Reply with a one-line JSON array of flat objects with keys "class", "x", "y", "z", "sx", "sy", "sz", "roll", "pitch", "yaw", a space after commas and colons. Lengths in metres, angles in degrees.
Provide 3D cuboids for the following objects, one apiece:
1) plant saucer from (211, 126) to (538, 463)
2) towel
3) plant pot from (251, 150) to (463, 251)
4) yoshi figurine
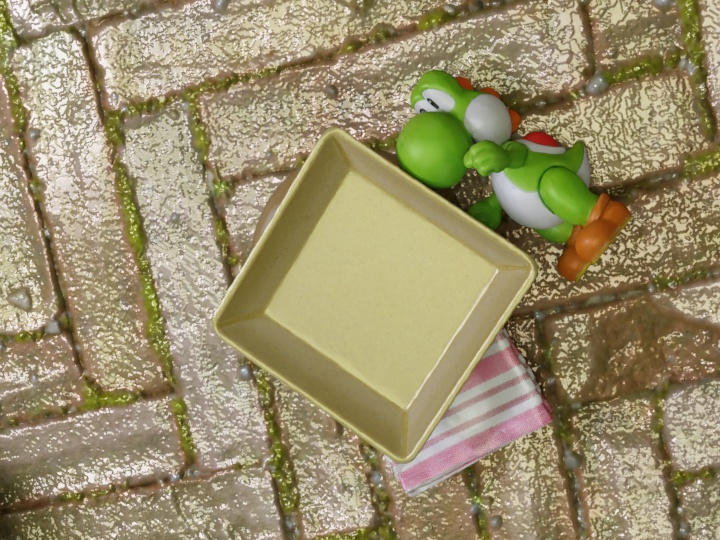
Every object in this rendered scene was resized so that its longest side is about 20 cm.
[{"class": "plant saucer", "x": 0.012, "y": 0.018, "z": 1.171, "sx": 0.200, "sy": 0.048, "sz": 0.200, "roll": 35, "pitch": 106, "yaw": 7}, {"class": "towel", "x": 0.049, "y": 0.071, "z": 1.208, "sx": 0.146, "sy": 0.030, "sz": 0.200, "roll": -31, "pitch": 94, "yaw": 17}, {"class": "plant pot", "x": 0.000, "y": 0.000, "z": 1.232, "sx": 0.199, "sy": 0.027, "sz": 0.201, "roll": 3, "pitch": 103, "yaw": 13}, {"class": "yoshi figurine", "x": 0.105, "y": -0.068, "z": 1.153, "sx": 0.200, "sy": 0.112, "sz": 0.113, "roll": 41, "pitch": 114, "yaw": 5}]
